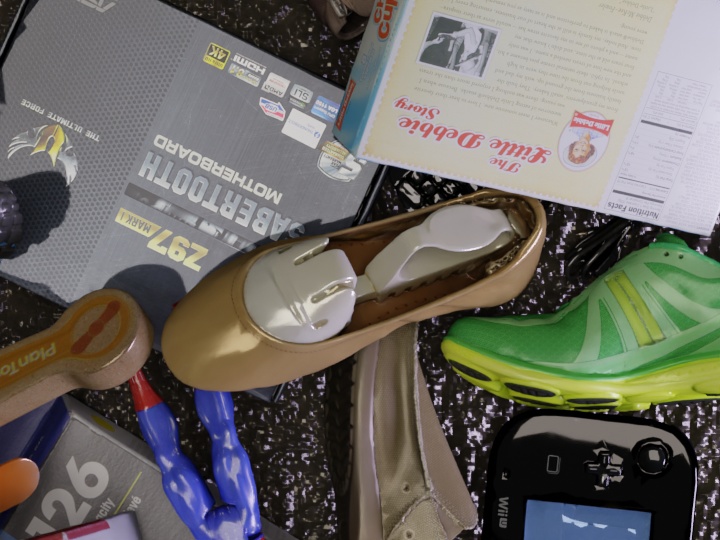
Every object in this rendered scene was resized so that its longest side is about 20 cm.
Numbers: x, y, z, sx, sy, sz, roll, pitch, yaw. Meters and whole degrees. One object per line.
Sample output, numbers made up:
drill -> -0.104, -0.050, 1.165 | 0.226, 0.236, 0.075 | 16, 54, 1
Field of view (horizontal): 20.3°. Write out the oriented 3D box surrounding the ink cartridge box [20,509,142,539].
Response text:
ink cartridge box -> -0.201, 0.180, 0.921 | 0.199, 0.146, 0.083 | -16, 86, 5

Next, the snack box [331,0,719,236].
snack box -> 0.097, -0.092, 0.943 | 0.199, 0.037, 0.117 | 11, 109, -25

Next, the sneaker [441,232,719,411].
sneaker -> 0.138, 0.026, 1.002 | 0.199, 0.074, 0.084 | -4, 78, -1

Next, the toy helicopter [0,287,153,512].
toy helicopter -> -0.185, 0.070, 0.928 | 0.199, 0.079, 0.133 | -25, 47, 10

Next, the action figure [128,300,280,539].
action figure -> -0.067, 0.120, 0.945 | 0.065, 0.099, 0.201 | -21, 98, 3

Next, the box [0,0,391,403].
box -> -0.096, -0.047, 0.999 | 0.199, 0.051, 0.158 | 26, 96, 0

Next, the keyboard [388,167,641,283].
keyboard -> 0.119, -0.074, 1.017 | 0.200, 0.021, 0.127 | -44, 92, 2

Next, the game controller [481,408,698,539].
game controller -> 0.110, 0.169, 1.007 | 0.104, 0.042, 0.201 | 4, 99, -2

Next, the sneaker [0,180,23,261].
sneaker -> -0.245, -0.022, 0.961 | 0.199, 0.075, 0.087 | -18, 79, 33

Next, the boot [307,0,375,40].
boot -> 0.006, -0.197, 0.934 | 0.070, 0.200, 0.147 | -23, 87, -25

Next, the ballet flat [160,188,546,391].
ballet flat -> 0.000, 0.000, 0.944 | 0.199, 0.063, 0.069 | -19, 70, -25

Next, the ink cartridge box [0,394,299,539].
ink cartridge box -> -0.157, 0.175, 1.014 | 0.199, 0.047, 0.198 | 32, 92, -4

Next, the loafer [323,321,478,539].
loafer -> 0.021, 0.107, 0.999 | 0.067, 0.076, 0.201 | 0, 88, -12
